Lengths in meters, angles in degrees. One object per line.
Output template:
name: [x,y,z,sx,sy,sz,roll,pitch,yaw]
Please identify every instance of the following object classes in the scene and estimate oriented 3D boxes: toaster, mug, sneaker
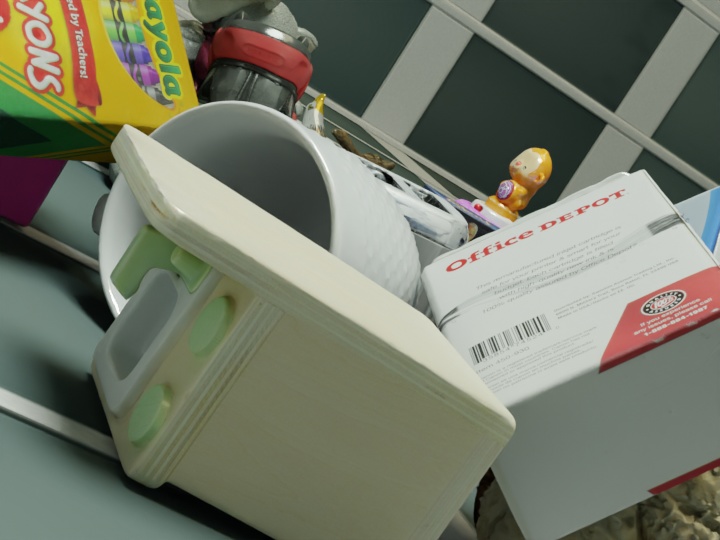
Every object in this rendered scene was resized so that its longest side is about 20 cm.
toaster: [0.000,0.000,1.112,0.113,0.130,0.200,24,8,-10]
mug: [-0.064,-0.009,0.961,0.198,0.149,0.175,13,-4,26]
sneaker: [-0.079,-0.085,1.065,0.070,0.099,0.200,20,-15,-3]

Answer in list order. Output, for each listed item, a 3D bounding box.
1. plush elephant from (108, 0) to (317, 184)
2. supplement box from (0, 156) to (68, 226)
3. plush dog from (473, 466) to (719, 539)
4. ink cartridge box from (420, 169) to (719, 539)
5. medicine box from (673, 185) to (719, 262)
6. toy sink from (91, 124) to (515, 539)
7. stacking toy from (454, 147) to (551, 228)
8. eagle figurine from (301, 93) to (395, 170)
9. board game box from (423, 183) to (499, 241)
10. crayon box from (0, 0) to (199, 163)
plush elephant: [-0.107,-0.155,1.309,0.164,0.154,0.202,24,51,-64]
supplement box: [-0.247,-0.125,1.022,0.103,0.102,0.200,26,10,-38]
plush dog: [0.147,0.138,0.894,0.170,0.162,0.200,-9,21,-10]
ink cartridge box: [0.122,0.039,0.883,0.200,0.146,0.083,-102,167,-68]
medicine box: [0.198,0.064,1.100,0.102,0.183,0.200,30,-25,-17]
toy sink: [-0.051,0.044,0.769,0.199,0.112,0.130,33,7,-26]
stacking toy: [0.093,-0.014,1.344,0.109,0.201,0.116,28,10,-32]
eagle figurine: [-0.072,-0.108,1.628,0.198,0.151,0.153,5,-50,27]
board game box: [0.092,0.038,1.274,0.199,0.136,0.035,28,10,-32]
crayon box: [-0.163,-0.128,0.918,0.199,0.051,0.128,-1,70,-49]
